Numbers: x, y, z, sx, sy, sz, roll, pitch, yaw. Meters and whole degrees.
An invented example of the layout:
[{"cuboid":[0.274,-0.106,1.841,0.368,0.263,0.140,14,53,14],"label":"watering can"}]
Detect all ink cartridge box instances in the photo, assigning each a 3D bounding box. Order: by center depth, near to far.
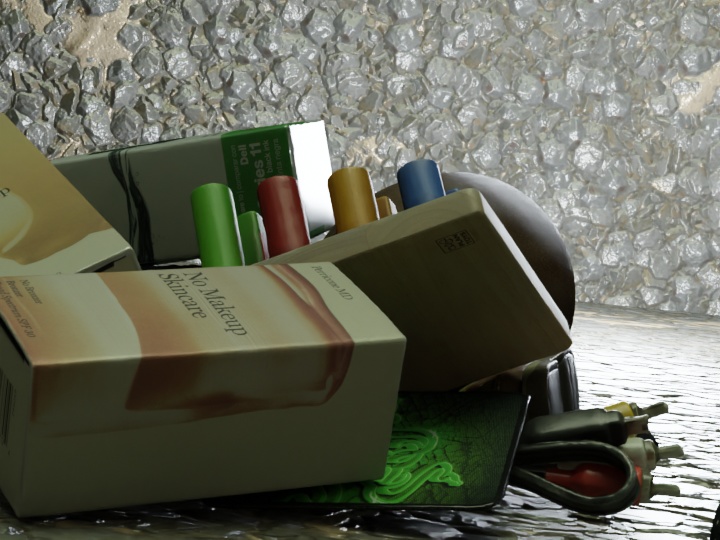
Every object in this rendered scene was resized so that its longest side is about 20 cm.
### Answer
[{"cuboid":[-0.128,-0.051,1.344,0.200,0.083,0.147,-8,5,9],"label":"ink cartridge box"}]

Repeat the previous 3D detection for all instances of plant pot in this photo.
[{"cuboid":[0.038,0.015,1.344,0.187,0.187,0.200,7,0,19],"label":"plant pot"}]

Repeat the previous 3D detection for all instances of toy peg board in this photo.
[{"cuboid":[0.000,0.000,1.160,0.199,0.098,0.200,-20,-30,13],"label":"toy peg board"}]

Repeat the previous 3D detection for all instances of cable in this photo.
[{"cuboid":[0.088,0.118,1.115,0.200,0.050,0.097,-9,38,9],"label":"cable"}]

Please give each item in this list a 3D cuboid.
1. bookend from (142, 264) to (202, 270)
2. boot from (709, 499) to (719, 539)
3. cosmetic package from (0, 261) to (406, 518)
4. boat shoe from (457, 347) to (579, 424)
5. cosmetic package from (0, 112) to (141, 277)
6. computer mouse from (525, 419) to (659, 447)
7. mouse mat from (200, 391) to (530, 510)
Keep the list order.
[{"cuboid":[-0.170,0.051,1.306,0.198,0.092,0.200,0,6,31],"label":"bookend"},{"cuboid":[0.241,0.085,0.825,0.073,0.154,0.203,2,4,-45],"label":"boot"},{"cuboid":[-0.090,0.056,0.975,0.200,0.087,0.103,-3,26,-29],"label":"cosmetic package"},{"cuboid":[0.108,0.088,1.296,0.068,0.072,0.200,-7,-9,13],"label":"boat shoe"},{"cuboid":[-0.205,-0.007,1.107,0.105,0.071,0.200,-29,39,-18],"label":"cosmetic package"},{"cuboid":[0.084,0.114,1.178,0.200,0.034,0.059,-1,-24,5],"label":"computer mouse"},{"cuboid":[0.008,0.097,1.067,0.161,0.008,0.200,-1,14,10],"label":"mouse mat"}]
